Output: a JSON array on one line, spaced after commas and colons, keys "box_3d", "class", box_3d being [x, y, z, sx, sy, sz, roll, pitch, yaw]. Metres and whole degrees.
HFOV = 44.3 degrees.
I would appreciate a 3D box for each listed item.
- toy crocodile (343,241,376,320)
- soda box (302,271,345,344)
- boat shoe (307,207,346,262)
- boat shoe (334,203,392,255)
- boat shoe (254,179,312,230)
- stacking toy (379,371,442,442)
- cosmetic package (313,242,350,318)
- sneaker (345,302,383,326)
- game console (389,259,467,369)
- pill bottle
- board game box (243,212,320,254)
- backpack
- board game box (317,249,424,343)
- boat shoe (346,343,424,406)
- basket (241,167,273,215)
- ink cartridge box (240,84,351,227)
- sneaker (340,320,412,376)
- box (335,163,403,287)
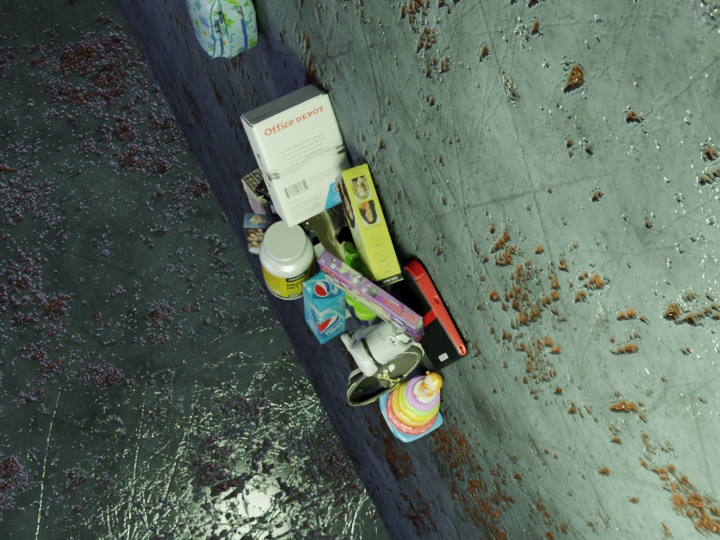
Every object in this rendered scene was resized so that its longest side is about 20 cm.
[{"box_3d": [0.000, 0.000, 1.653, 0.068, 0.061, 0.202, 87, 180, -55], "class": "toy crocodile"}, {"box_3d": [-0.073, 0.075, 1.795, 0.068, 0.064, 0.201, 54, 165, 20], "class": "soda box"}, {"box_3d": [-0.056, -0.096, 1.719, 0.071, 0.066, 0.202, 17, 143, 45], "class": "boat shoe"}, {"box_3d": [-0.017, -0.082, 1.596, 0.203, 0.074, 0.075, 50, 162, 47], "class": "boat shoe"}, {"box_3d": [-0.151, -0.133, 1.822, 0.201, 0.063, 0.074, 44, 179, 41], "class": "boat shoe"}, {"box_3d": [0.117, 0.243, 1.697, 0.117, 0.109, 0.200, 61, 156, 17], "class": "stacking toy"}, {"box_3d": [-0.041, 0.016, 1.873, 0.108, 0.084, 0.201, 59, 168, 20], "class": "cosmetic package"}, {"box_3d": [0.034, 0.117, 1.781, 0.146, 0.076, 0.204, 47, 159, 48], "class": "sneaker"}, {"box_3d": [0.115, 0.079, 1.508, 0.178, 0.031, 0.200, 59, 167, 7], "class": "game console"}, {"box_3d": [-0.150, -0.023, 1.816, 0.113, 0.111, 0.200, 59, 168, 18], "class": "pill bottle"}, {"box_3d": [-0.147, -0.071, 1.902, 0.136, 0.197, 0.035, 92, -177, -66], "class": "board game box"}, {"box_3d": [-0.257, -0.494, 1.646, 0.163, 0.153, 0.200, 49, 175, 27], "class": "backpack"}, {"box_3d": [0.020, 0.045, 1.483, 0.199, 0.032, 0.120, 35, 166, 15], "class": "board game box"}, {"box_3d": [0.048, 0.203, 1.709, 0.071, 0.201, 0.061, 37, -140, -19], "class": "boat shoe"}, {"box_3d": [-0.175, -0.142, 2.012, 0.136, 0.122, 0.202, 47, 160, 52], "class": "basket"}, {"box_3d": [-0.105, -0.203, 1.551, 0.084, 0.145, 0.202, 46, 158, 57], "class": "ink cartridge box"}, {"box_3d": [0.034, 0.128, 1.621, 0.076, 0.114, 0.200, 58, 176, -9], "class": "sneaker"}, {"box_3d": [0.013, -0.072, 1.486, 0.075, 0.050, 0.203, 157, 95, -79], "class": "box"}]
